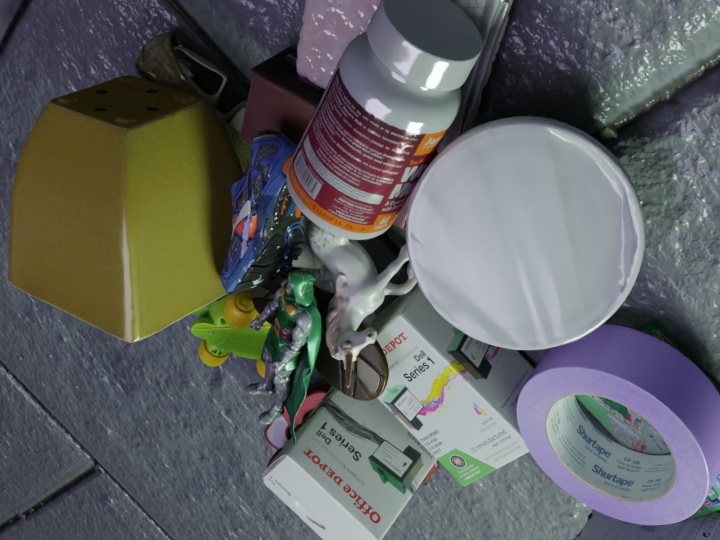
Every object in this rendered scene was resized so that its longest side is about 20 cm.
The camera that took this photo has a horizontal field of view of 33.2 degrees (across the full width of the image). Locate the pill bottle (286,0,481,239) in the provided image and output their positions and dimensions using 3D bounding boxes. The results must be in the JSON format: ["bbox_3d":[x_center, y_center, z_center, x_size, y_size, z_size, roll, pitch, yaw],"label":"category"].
[{"bbox_3d":[0.019,-0.131,1.021,0.109,0.110,0.201,37,131,6],"label":"pill bottle"}]

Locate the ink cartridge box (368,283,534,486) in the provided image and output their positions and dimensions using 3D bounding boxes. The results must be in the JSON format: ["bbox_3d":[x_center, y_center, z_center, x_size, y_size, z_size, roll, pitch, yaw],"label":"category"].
[{"bbox_3d":[0.097,0.118,1.307,0.200,0.084,0.145,45,143,-2],"label":"ink cartridge box"}]

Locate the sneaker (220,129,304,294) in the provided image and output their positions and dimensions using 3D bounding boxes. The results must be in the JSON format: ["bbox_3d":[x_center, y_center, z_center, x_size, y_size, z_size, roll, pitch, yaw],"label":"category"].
[{"bbox_3d":[-0.095,-0.056,1.186,0.079,0.075,0.201,50,132,25],"label":"sneaker"}]

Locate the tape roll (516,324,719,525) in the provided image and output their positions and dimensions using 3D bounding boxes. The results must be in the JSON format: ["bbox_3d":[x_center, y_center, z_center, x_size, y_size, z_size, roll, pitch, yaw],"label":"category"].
[{"bbox_3d":[0.252,0.151,1.169,0.198,0.066,0.202,24,140,22],"label":"tape roll"}]

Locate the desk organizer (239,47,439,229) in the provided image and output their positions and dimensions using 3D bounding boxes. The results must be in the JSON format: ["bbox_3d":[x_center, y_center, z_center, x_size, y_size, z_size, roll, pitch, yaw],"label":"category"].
[{"bbox_3d":[-0.016,-0.129,1.166,0.198,0.072,0.078,30,128,16],"label":"desk organizer"}]

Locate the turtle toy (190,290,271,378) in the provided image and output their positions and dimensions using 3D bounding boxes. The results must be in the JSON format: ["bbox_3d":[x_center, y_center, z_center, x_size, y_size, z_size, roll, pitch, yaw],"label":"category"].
[{"bbox_3d":[-0.138,0.043,1.410,0.197,0.102,0.146,16,146,-18],"label":"turtle toy"}]

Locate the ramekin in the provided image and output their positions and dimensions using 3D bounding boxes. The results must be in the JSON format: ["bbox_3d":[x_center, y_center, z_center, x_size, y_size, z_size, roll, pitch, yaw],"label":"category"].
[{"bbox_3d":[0.144,-0.041,1.047,0.199,0.094,0.206,4,109,10],"label":"ramekin"}]

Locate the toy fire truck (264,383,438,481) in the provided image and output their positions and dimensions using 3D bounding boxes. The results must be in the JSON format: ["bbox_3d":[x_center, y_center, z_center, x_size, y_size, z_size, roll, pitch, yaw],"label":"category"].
[{"bbox_3d":[-0.015,0.222,1.509,0.199,0.112,0.169,38,119,4],"label":"toy fire truck"}]

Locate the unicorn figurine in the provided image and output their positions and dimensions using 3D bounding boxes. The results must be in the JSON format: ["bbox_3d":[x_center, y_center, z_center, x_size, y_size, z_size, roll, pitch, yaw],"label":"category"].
[{"bbox_3d":[0.000,0.000,1.218,0.202,0.136,0.074,59,179,14],"label":"unicorn figurine"}]

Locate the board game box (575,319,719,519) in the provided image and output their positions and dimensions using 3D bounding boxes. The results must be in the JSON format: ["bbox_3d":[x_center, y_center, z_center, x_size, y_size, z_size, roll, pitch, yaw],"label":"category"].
[{"bbox_3d":[0.311,0.151,1.193,0.200,0.029,0.134,45,143,-3],"label":"board game box"}]

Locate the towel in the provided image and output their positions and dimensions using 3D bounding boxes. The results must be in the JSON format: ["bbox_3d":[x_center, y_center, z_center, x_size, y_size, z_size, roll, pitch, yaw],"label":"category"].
[{"bbox_3d":[0.030,-0.211,1.062,0.189,0.032,0.201,31,141,15],"label":"towel"}]

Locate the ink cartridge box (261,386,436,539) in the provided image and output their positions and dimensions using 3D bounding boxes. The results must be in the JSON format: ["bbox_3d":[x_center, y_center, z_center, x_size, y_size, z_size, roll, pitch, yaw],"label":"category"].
[{"bbox_3d":[0.005,0.202,1.374,0.146,0.200,0.084,41,144,-1],"label":"ink cartridge box"}]

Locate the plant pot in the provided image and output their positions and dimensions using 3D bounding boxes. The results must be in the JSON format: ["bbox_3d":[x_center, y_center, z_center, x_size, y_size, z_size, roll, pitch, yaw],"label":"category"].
[{"bbox_3d":[-0.232,-0.081,1.228,0.192,0.195,0.203,21,121,30],"label":"plant pot"}]

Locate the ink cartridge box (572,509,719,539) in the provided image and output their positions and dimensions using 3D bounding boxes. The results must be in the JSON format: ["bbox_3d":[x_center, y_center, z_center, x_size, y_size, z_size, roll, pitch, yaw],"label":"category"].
[{"bbox_3d":[0.298,0.308,1.267,0.198,0.136,0.077,10,128,36],"label":"ink cartridge box"}]

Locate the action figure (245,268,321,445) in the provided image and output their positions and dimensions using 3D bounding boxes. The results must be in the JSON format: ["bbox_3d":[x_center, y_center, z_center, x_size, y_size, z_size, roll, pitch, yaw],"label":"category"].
[{"bbox_3d":[-0.077,0.072,1.241,0.119,0.054,0.202,59,146,37],"label":"action figure"}]

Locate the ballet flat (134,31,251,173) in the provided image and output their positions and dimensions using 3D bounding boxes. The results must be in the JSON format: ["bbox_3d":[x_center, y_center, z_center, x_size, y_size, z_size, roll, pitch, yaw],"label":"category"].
[{"bbox_3d":[-0.152,-0.170,1.273,0.200,0.071,0.071,45,143,-5],"label":"ballet flat"}]

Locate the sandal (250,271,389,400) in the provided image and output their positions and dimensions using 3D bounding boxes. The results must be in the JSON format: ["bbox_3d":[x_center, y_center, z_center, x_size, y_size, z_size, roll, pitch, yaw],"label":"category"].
[{"bbox_3d":[-0.038,0.058,1.293,0.199,0.054,0.083,35,122,29],"label":"sandal"}]

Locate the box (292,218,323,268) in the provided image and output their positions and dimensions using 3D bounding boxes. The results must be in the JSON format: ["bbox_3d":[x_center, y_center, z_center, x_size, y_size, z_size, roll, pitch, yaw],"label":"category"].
[{"bbox_3d":[-0.108,-0.056,1.327,0.198,0.082,0.069,3,127,38],"label":"box"}]
